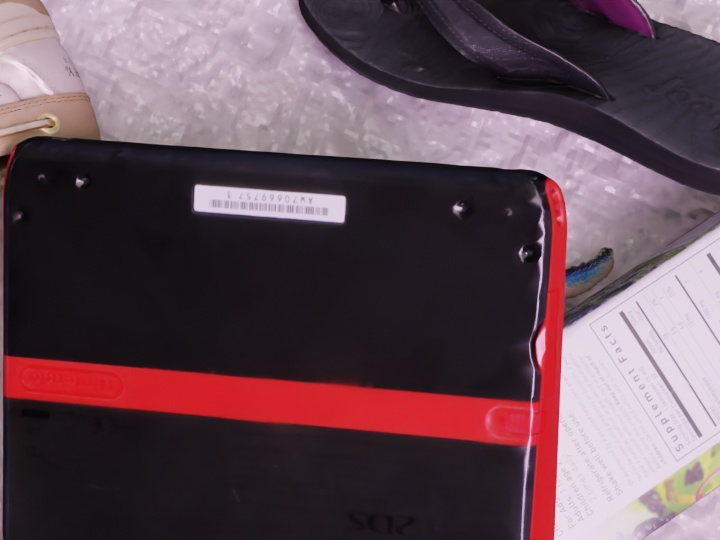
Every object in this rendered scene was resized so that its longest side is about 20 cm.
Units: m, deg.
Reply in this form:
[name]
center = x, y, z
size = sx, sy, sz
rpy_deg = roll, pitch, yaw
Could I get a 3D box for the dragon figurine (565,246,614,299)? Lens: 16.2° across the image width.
[dragon figurine]
center = 0.000, 0.000, 0.930
size = 0.199, 0.059, 0.100
rpy_deg = -25, 87, -13

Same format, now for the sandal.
[sandal]
center = 0.073, -0.090, 0.935
size = 0.200, 0.048, 0.075
rpy_deg = 20, 54, 15

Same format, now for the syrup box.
[syrup box]
center = 0.111, 0.041, 0.937
size = 0.200, 0.079, 0.082
rpy_deg = -34, 89, -15

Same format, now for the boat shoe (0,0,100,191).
[boat shoe]
center = -0.181, -0.023, 0.890
size = 0.200, 0.074, 0.069
rpy_deg = -33, 83, -15

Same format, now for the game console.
[game console]
center = -0.030, 0.047, 0.873
size = 0.199, 0.031, 0.178
rpy_deg = 4, 98, 14
